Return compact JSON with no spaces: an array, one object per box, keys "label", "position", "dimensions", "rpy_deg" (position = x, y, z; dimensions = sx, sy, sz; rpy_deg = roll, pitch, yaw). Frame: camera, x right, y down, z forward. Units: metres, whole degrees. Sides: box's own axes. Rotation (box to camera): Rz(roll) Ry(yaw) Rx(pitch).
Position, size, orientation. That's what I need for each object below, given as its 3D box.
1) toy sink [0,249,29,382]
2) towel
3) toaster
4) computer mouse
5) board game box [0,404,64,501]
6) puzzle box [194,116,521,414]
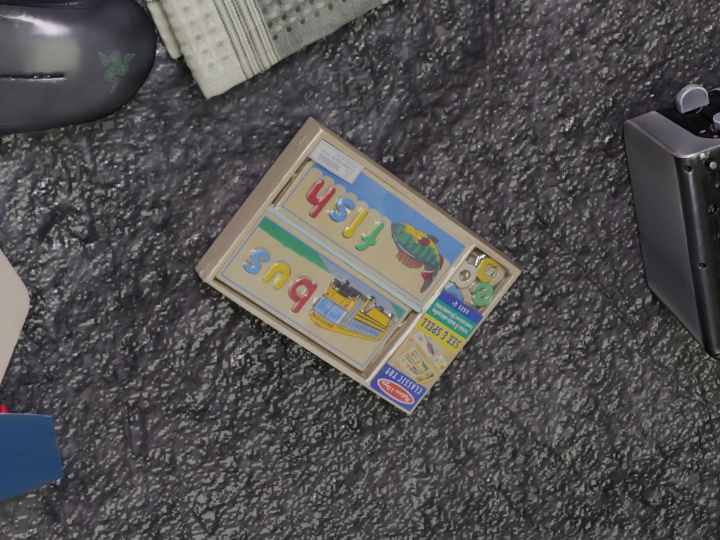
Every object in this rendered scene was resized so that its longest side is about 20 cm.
[{"label":"toy sink","position":[-0.308,-0.003,1.362],"dimensions":[0.111,0.131,0.201],"rpy_deg":[-17,124,23]},{"label":"towel","position":[-0.059,-0.232,1.429],"dimensions":[0.192,0.035,0.201],"rpy_deg":[-29,119,-9]},{"label":"toaster","position":[0.296,-0.044,1.595],"dimensions":[0.180,0.119,0.201],"rpy_deg":[-20,119,-10]},{"label":"computer mouse","position":[-0.218,-0.120,1.403],"dimensions":[0.198,0.053,0.140],"rpy_deg":[-11,117,-16]},{"label":"board game box","position":[-0.274,0.111,1.456],"dimensions":[0.157,0.039,0.200],"rpy_deg":[-10,159,-8]},{"label":"puzzle box","position":[0.000,0.000,1.558],"dimensions":[0.199,0.025,0.133],"rpy_deg":[33,100,-30]}]
